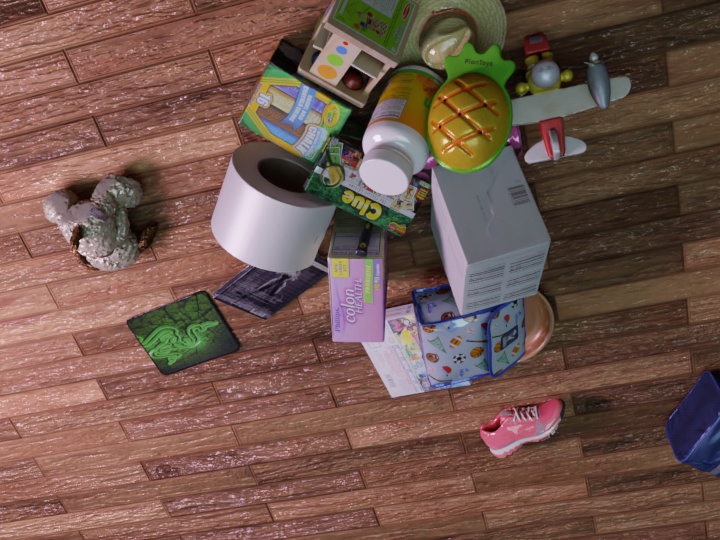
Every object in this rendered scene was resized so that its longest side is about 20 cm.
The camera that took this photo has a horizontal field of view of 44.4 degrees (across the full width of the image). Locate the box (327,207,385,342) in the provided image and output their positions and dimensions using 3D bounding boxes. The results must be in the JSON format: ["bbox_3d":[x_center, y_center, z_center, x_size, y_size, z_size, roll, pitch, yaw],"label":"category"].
[{"bbox_3d":[0.000,0.000,1.606,0.096,0.201,0.177,1,122,4],"label":"box"}]

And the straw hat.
[{"bbox_3d":[0.141,-0.370,1.427,0.199,0.085,0.203,2,122,4],"label":"straw hat"}]

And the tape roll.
[{"bbox_3d":[-0.149,-0.112,1.546,0.201,0.203,0.140,21,122,-9],"label":"tape roll"}]

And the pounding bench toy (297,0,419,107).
[{"bbox_3d":[0.002,-0.392,1.410,0.123,0.202,0.156,26,153,-14],"label":"pounding bench toy"}]

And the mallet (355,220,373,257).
[{"bbox_3d":[0.025,-0.087,1.549,0.065,0.201,0.041,7,129,-3],"label":"mallet"}]

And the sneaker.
[{"bbox_3d":[0.337,0.321,1.858,0.200,0.074,0.087,-37,112,24],"label":"sneaker"}]

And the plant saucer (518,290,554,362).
[{"bbox_3d":[0.280,0.097,1.741,0.198,0.038,0.202,2,122,3],"label":"plant saucer"}]

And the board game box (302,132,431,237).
[{"bbox_3d":[0.012,-0.141,1.481,0.199,0.024,0.105,23,108,-23],"label":"board game box"}]

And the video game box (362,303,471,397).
[{"bbox_3d":[0.107,0.158,1.771,0.181,0.047,0.201,-11,122,28],"label":"video game box"}]

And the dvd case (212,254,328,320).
[{"bbox_3d":[-0.165,0.019,1.702,0.199,0.016,0.148,-35,142,24],"label":"dvd case"}]

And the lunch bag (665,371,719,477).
[{"bbox_3d":[0.731,0.309,1.781,0.131,0.136,0.201,21,121,-9],"label":"lunch bag"}]

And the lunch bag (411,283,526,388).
[{"bbox_3d":[0.207,0.111,1.624,0.198,0.124,0.171,-12,129,-1],"label":"lunch bag"}]

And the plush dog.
[{"bbox_3d":[-0.479,-0.064,1.651,0.198,0.162,0.172,-15,143,13],"label":"plush dog"}]

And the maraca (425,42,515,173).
[{"bbox_3d":[0.169,-0.249,1.353,0.136,0.107,0.202,10,89,20],"label":"maraca"}]

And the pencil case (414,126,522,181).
[{"bbox_3d":[0.177,-0.218,1.519,0.198,0.094,0.091,-9,123,8],"label":"pencil case"}]

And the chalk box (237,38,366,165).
[{"bbox_3d":[-0.084,-0.270,1.486,0.199,0.125,0.124,29,120,-12],"label":"chalk box"}]

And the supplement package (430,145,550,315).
[{"bbox_3d":[0.213,-0.063,1.496,0.146,0.193,0.200,-15,154,-3],"label":"supplement package"}]

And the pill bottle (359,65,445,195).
[{"bbox_3d":[0.068,-0.224,1.425,0.110,0.201,0.111,16,148,10],"label":"pill bottle"}]

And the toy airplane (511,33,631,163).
[{"bbox_3d":[0.293,-0.271,1.395,0.200,0.199,0.141,-50,156,-8],"label":"toy airplane"}]

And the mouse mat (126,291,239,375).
[{"bbox_3d":[-0.368,0.134,1.835,0.198,0.008,0.162,-19,119,17],"label":"mouse mat"}]
